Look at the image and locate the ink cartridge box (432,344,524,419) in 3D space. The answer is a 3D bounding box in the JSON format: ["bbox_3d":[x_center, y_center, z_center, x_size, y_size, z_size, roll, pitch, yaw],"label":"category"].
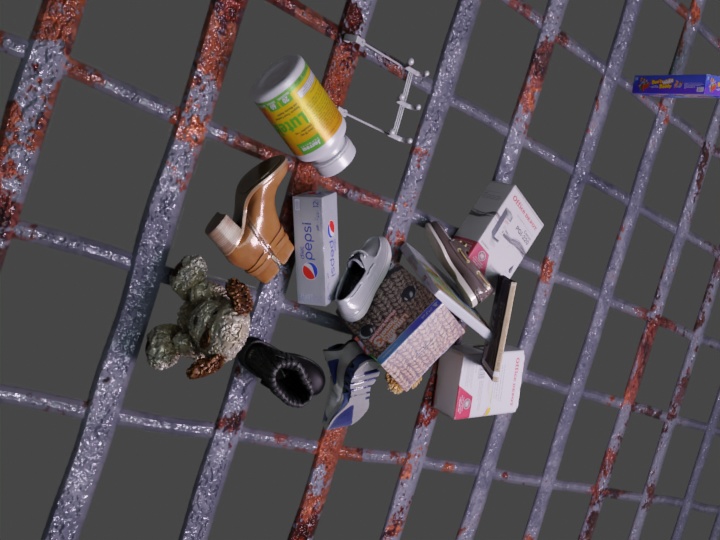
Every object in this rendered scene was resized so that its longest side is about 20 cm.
[{"bbox_3d":[0.268,0.247,1.784,0.197,0.085,0.151,2,99,-38],"label":"ink cartridge box"}]

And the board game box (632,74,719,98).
[{"bbox_3d":[0.792,-0.451,1.934,0.132,0.199,0.046,-3,103,-35],"label":"board game box"}]

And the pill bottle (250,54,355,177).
[{"bbox_3d":[-0.093,-0.264,1.384,0.112,0.110,0.201,-49,124,-16],"label":"pill bottle"}]

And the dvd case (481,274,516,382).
[{"bbox_3d":[0.284,0.115,1.636,0.016,0.149,0.205,9,95,-1],"label":"dvd case"}]

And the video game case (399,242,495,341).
[{"bbox_3d":[0.177,0.044,1.616,0.023,0.183,0.199,-44,127,11],"label":"video game case"}]

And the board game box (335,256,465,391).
[{"bbox_3d":[0.072,0.097,1.503,0.159,0.200,0.097,-44,129,-2],"label":"board game box"}]

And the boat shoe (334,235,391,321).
[{"bbox_3d":[0.000,0.000,1.510,0.202,0.071,0.069,-62,139,-30],"label":"boat shoe"}]

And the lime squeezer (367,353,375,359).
[{"bbox_3d":[0.025,0.195,1.589,0.037,0.071,0.200,32,123,-18],"label":"lime squeezer"}]

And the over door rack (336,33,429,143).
[{"bbox_3d":[0.042,-0.338,1.494,0.197,0.066,0.151,15,91,-37],"label":"over door rack"}]

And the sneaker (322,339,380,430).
[{"bbox_3d":[-0.030,0.211,1.564,0.079,0.116,0.202,-3,132,-32],"label":"sneaker"}]

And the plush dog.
[{"bbox_3d":[-0.247,0.095,1.317,0.159,0.170,0.204,25,85,-37],"label":"plush dog"}]

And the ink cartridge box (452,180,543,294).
[{"bbox_3d":[0.295,-0.072,1.732,0.146,0.084,0.202,44,73,-35],"label":"ink cartridge box"}]

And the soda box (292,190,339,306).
[{"bbox_3d":[-0.081,-0.042,1.461,0.068,0.062,0.205,-32,123,-63],"label":"soda box"}]

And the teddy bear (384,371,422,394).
[{"bbox_3d":[0.100,0.161,1.653,0.143,0.066,0.204,10,95,-39],"label":"teddy bear"}]

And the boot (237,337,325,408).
[{"bbox_3d":[-0.117,0.201,1.446,0.209,0.157,0.081,27,85,-37],"label":"boot"}]

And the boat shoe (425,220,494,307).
[{"bbox_3d":[0.201,-0.022,1.623,0.059,0.202,0.072,-28,160,-6],"label":"boat shoe"}]

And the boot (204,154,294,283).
[{"bbox_3d":[-0.164,-0.089,1.401,0.201,0.074,0.155,-48,123,-3],"label":"boot"}]
